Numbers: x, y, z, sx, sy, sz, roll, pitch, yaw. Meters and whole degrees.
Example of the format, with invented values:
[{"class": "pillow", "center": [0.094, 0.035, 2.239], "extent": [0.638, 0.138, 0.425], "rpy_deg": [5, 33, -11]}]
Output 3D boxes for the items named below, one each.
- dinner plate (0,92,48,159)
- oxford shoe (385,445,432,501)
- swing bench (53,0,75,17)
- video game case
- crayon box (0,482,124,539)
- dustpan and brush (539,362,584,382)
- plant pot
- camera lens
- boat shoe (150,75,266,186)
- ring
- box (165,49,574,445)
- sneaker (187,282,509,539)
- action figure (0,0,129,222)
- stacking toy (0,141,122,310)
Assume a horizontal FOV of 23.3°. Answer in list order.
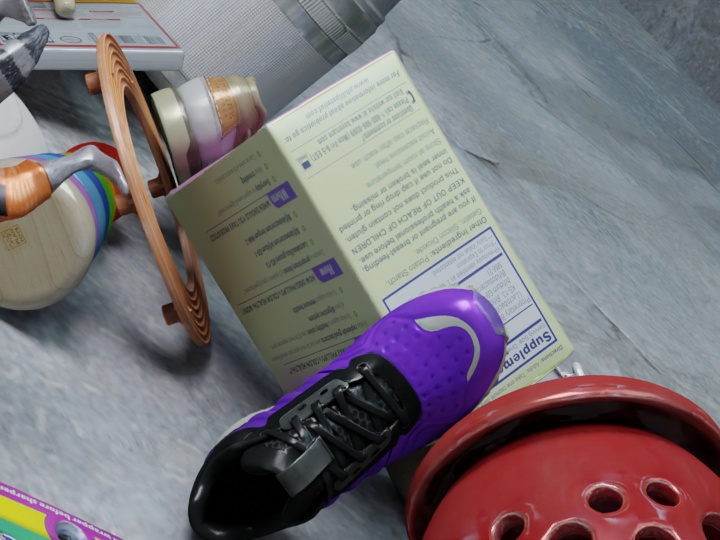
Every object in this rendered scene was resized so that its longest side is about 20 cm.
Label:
[{"class": "dinner plate", "center": [-0.279, -0.123, 1.116], "extent": [0.200, 0.024, 0.200], "rpy_deg": [34, 20, -14]}, {"class": "oxford shoe", "center": [0.087, 0.126, 1.168], "extent": [0.074, 0.071, 0.200], "rpy_deg": [46, 20, 27]}, {"class": "swing bench", "center": [-0.299, -0.290, 1.206], "extent": [0.198, 0.130, 0.200], "rpy_deg": [2, 38, -28]}, {"class": "video game case", "center": [-0.230, -0.195, 1.258], "extent": [0.142, 0.018, 0.200], "rpy_deg": [-3, 33, -31]}, {"class": "crayon box", "center": [-0.129, 0.168, 0.688], "extent": [0.199, 0.058, 0.173], "rpy_deg": [30, 22, -24]}, {"class": "dustpan and brush", "center": [0.154, 0.124, 1.081], "extent": [0.140, 0.057, 0.201], "rpy_deg": [62, 4, -76]}, {"class": "plant pot", "center": [0.113, 0.168, 0.877], "extent": [0.200, 0.200, 0.183], "rpy_deg": [27, 34, -32]}, {"class": "camera lens", "center": [-0.087, -0.208, 1.362], "extent": [0.160, 0.200, 0.160], "rpy_deg": [50, 8, -10]}, {"class": "boat shoe", "center": [-0.092, -0.074, 1.167], "extent": [0.200, 0.068, 0.075], "rpy_deg": [96, -26, -77]}, {"class": "ring", "center": [-0.131, -0.048, 1.074], "extent": [0.200, 0.019, 0.202], "rpy_deg": [-18, 90, -90]}, {"class": "box", "center": [0.000, 0.000, 1.022], "extent": [0.096, 0.176, 0.201], "rpy_deg": [-33, 93, -27]}, {"class": "sneaker", "center": [-0.011, 0.085, 0.894], "extent": [0.070, 0.200, 0.100], "rpy_deg": [53, 22, -1]}, {"class": "action figure", "center": [-0.211, -0.027, 0.821], "extent": [0.105, 0.193, 0.200], "rpy_deg": [60, -4, 34]}, {"class": "stacking toy", "center": [-0.179, -0.041, 1.044], "extent": [0.085, 0.085, 0.200], "rpy_deg": [38, 14, -5]}]
